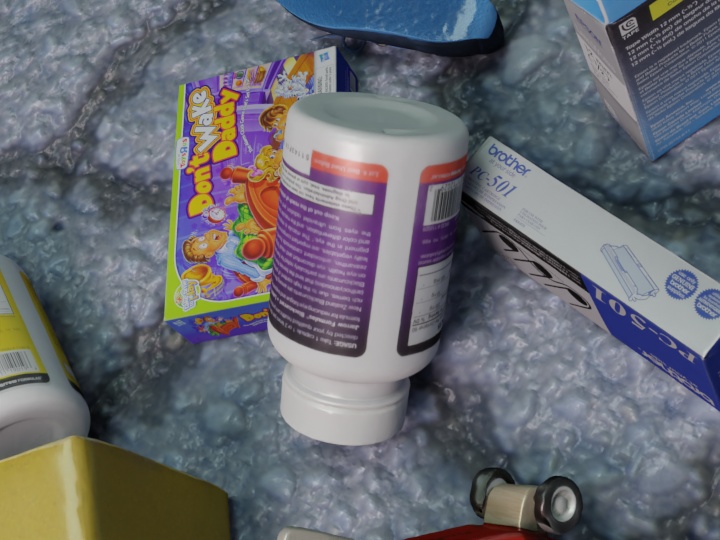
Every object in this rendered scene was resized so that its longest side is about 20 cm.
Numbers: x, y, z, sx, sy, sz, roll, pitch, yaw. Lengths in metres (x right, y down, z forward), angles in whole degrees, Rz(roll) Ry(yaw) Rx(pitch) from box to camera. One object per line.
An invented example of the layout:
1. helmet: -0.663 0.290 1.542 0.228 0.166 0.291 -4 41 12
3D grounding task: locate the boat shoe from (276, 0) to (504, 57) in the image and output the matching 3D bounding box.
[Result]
1. boat shoe: 0.014 -0.192 0.961 0.199 0.069 0.085 29 92 27

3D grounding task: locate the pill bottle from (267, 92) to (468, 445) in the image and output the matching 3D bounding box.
1. pill bottle: 0.000 0.000 0.793 0.111 0.111 0.202 20 114 31

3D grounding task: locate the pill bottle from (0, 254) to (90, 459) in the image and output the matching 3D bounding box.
1. pill bottle: -0.281 0.057 0.937 0.112 0.112 0.201 -36 56 3

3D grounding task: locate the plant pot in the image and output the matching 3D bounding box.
1. plant pot: -0.186 0.238 0.762 0.193 0.195 0.202 -20 65 14

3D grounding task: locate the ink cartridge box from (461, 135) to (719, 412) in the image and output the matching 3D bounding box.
1. ink cartridge box: 0.149 0.001 0.783 0.044 0.094 0.200 -48 56 -5

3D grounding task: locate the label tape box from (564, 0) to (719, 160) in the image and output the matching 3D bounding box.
1. label tape box: 0.203 -0.174 0.783 0.143 0.200 0.066 -35 55 4

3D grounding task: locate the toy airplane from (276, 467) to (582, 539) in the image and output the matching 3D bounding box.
1. toy airplane: 0.032 0.193 0.684 0.197 0.200 0.143 -6 91 14

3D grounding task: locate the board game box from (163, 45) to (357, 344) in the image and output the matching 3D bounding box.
1. board game box: -0.070 -0.056 0.940 0.133 0.045 0.202 -11 61 19
